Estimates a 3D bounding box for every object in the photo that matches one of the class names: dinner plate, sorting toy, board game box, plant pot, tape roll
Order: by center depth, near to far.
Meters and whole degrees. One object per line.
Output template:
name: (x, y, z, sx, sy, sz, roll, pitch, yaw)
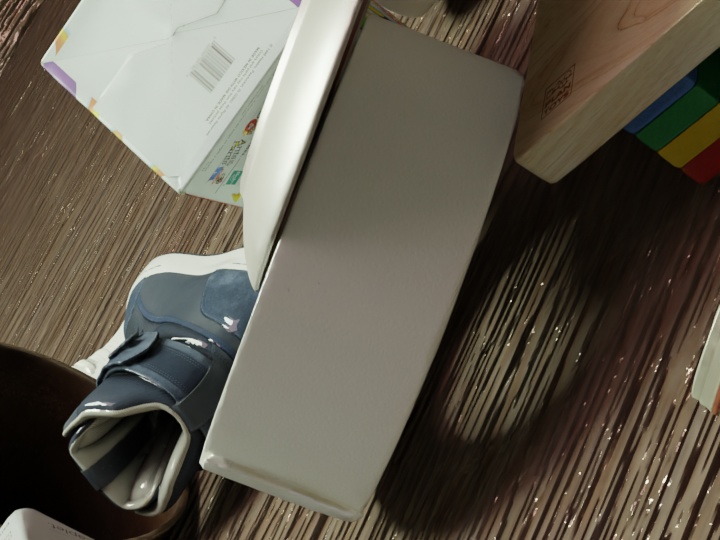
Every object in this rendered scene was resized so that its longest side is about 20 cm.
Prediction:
sorting toy: (0.157, -0.141, 0.705, 0.200, 0.070, 0.199, -42, 24, 40)
dinner plate: (-0.014, -0.089, 0.733, 0.200, 0.024, 0.200, -158, 90, -89)
tape roll: (0.000, 0.000, 0.771, 0.202, 0.071, 0.203, -159, 90, -88)
board game box: (-0.042, -0.096, 0.913, 0.105, 0.103, 0.200, -53, -23, 11)
plant pot: (-0.217, 0.170, 1.016, 0.187, 0.187, 0.200, -102, 34, -64)

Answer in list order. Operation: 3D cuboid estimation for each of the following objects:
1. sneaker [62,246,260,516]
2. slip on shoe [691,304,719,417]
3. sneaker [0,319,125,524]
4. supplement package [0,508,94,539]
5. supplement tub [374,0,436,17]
sneaker: (-0.112, 0.061, 1.007, 0.146, 0.077, 0.202, -51, 15, -25)
slip on shoe: (0.160, -0.028, 0.542, 0.200, 0.061, 0.074, -56, -19, -33)
sneaker: (-0.179, 0.092, 1.125, 0.200, 0.100, 0.075, -61, 17, -16)
supplement package: (-0.035, 0.190, 0.459, 0.147, 0.191, 0.200, -57, 19, 2)
supplement tub: (0.049, -0.258, 1.051, 0.200, 0.140, 0.140, -49, 20, 21)
